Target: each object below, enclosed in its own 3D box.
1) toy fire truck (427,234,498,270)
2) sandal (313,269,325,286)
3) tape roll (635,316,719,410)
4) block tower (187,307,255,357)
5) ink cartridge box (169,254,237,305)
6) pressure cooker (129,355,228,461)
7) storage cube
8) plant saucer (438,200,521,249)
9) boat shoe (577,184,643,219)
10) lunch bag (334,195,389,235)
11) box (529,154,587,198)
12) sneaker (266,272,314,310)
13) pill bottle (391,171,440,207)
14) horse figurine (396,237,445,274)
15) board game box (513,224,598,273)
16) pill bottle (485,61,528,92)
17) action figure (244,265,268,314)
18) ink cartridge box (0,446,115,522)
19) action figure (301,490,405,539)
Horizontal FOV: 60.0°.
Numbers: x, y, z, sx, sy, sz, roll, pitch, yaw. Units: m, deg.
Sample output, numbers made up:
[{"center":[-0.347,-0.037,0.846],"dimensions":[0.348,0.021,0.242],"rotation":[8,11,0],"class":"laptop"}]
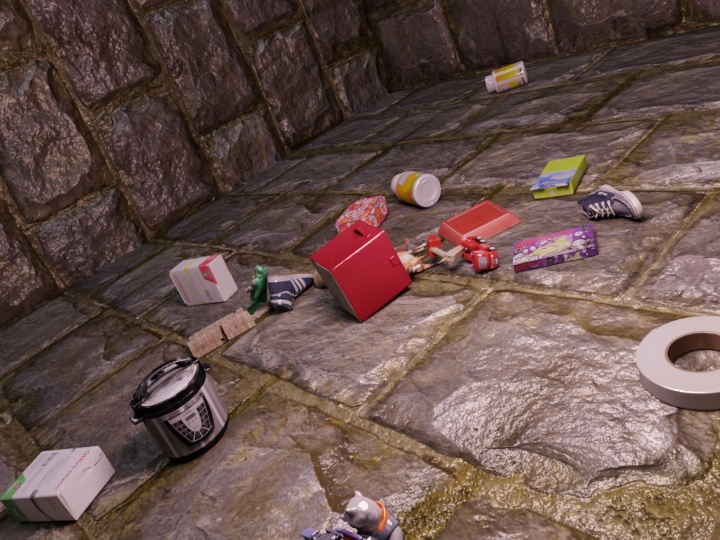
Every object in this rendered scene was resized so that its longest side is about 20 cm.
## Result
[{"center":[0.265,-0.049,1.650],"dimensions":[0.138,0.050,0.200],"rotation":[-10,23,-9],"class":"toy fire truck"},{"center":[-0.110,0.019,1.909],"dimensions":[0.070,0.078,0.212],"rotation":[-43,17,4],"class":"sandal"},{"center":[0.558,0.146,1.021],"dimensions":[0.200,0.037,0.204],"rotation":[-20,24,9],"class":"tape roll"},{"center":[-0.414,0.183,1.847],"dimensions":[0.198,0.055,0.058],"rotation":[-30,23,-15],"class":"block tower"},{"center":[-0.546,0.034,2.168],"dimensions":[0.197,0.147,0.084],"rotation":[-7,27,33],"class":"ink cartridge box"},{"center":[-0.412,0.302,1.408],"dimensions":[0.176,0.203,0.177],"rotation":[-16,23,15],"class":"pressure cooker"},{"center":[0.000,0.000,1.669],"dimensions":[0.179,0.202,0.171],"rotation":[-36,26,-13],"class":"storage cube"},{"center":[0.342,-0.143,1.839],"dimensions":[0.197,0.037,0.200],"rotation":[-26,23,-5],"class":"plant saucer"},{"center":[0.623,-0.155,1.568],"dimensions":[0.092,0.075,0.200],"rotation":[-29,15,4],"class":"boat shoe"},{"center":[-0.006,-0.186,2.201],"dimensions":[0.174,0.083,0.201],"rotation":[-9,28,33],"class":"lunch bag"},{"center":[0.593,-0.275,1.862],"dimensions":[0.120,0.048,0.200],"rotation":[-5,30,39],"class":"box"},{"center":[-0.204,0.064,1.898],"dimensions":[0.069,0.111,0.198],"rotation":[-6,-2,39],"class":"sneaker"},{"center":[0.188,-0.291,2.201],"dimensions":[0.110,0.112,0.199],"rotation":[-30,24,-16],"class":"pill bottle"},{"center":[0.150,-0.034,1.776],"dimensions":[0.131,0.051,0.200],"rotation":[-24,26,-15],"class":"horse figurine"},{"center":[0.476,-0.055,1.537],"dimensions":[0.197,0.033,0.120],"rotation":[-14,21,22],"class":"board game box"},{"center":[0.723,-0.953,3.092],"dimensions":[0.197,0.111,0.110],"rotation":[-13,25,23],"class":"pill bottle"},{"center":[-0.311,0.048,1.881],"dimensions":[0.054,0.201,0.119],"rotation":[28,52,4],"class":"action figure"},{"center":[-0.687,0.488,1.423],"dimensions":[0.197,0.085,0.146],"rotation":[-12,26,26],"class":"ink cartridge box"},{"center":[0.018,0.378,0.845],"dimensions":[0.198,0.196,0.104],"rotation":[4,34,47],"class":"action figure"}]
